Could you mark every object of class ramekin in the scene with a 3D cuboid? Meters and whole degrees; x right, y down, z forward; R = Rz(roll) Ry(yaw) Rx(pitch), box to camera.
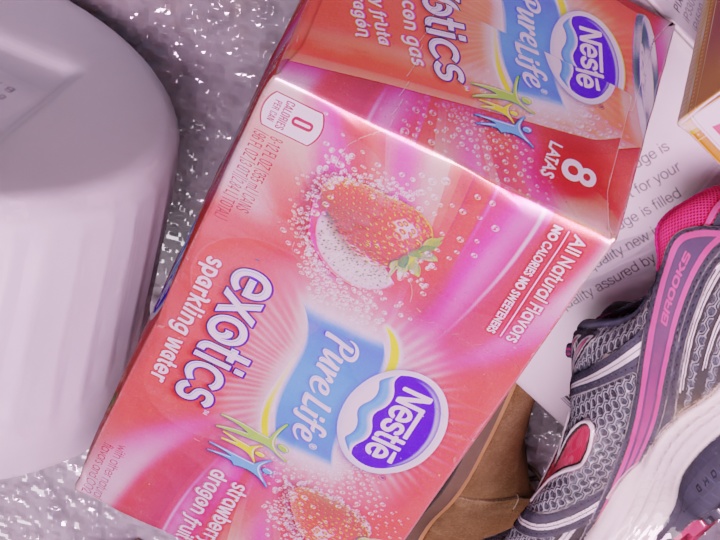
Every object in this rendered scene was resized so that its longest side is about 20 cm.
[{"bbox_3d":[-0.155,-0.029,0.756,0.199,0.201,0.098,21,119,0],"label":"ramekin"}]

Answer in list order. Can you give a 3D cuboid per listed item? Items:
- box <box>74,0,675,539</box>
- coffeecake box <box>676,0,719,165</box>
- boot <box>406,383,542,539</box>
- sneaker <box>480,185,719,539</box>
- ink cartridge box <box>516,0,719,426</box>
[{"bbox_3d":[0.000,0.000,0.672,0.102,0.095,0.200,26,137,-5],"label":"box"},{"bbox_3d":[0.189,-0.035,0.657,0.200,0.154,0.073,43,127,-17],"label":"coffeecake box"},{"bbox_3d":[0.046,0.079,0.865,0.075,0.074,0.201,8,132,-14],"label":"boot"},{"bbox_3d":[0.087,0.049,0.711,0.075,0.080,0.200,50,136,11],"label":"sneaker"},{"bbox_3d":[0.097,-0.026,0.738,0.200,0.083,0.146,43,133,-21],"label":"ink cartridge box"}]
